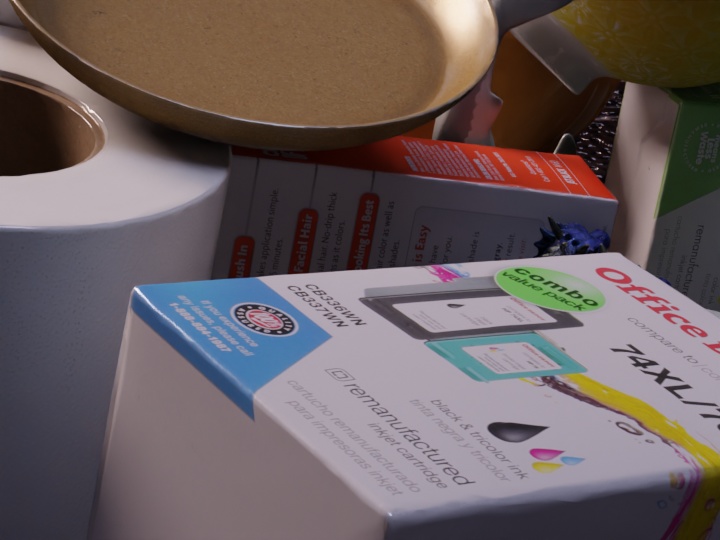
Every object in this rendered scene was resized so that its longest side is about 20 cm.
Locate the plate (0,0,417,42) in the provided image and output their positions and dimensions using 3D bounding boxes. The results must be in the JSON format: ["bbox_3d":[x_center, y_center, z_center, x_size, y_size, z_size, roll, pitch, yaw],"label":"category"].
[{"bbox_3d":[-0.088,-0.085,0.982,0.198,0.033,0.200,8,-6,-10],"label":"plate"}]

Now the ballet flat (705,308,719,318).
[{"bbox_3d":[0.147,0.055,0.941,0.075,0.068,0.200,40,29,8],"label":"ballet flat"}]

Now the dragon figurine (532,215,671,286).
[{"bbox_3d":[0.035,0.037,0.889,0.199,0.100,0.059,-10,30,-32],"label":"dragon figurine"}]

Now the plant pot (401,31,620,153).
[{"bbox_3d":[0.039,-0.120,1.198,0.199,0.201,0.184,16,37,12],"label":"plant pot"}]

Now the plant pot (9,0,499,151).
[{"bbox_3d":[-0.045,-0.103,0.867,0.198,0.028,0.201,10,36,-8],"label":"plant pot"}]

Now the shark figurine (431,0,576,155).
[{"bbox_3d":[0.044,-0.054,1.031,0.089,0.215,0.128,27,57,34],"label":"shark figurine"}]

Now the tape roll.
[{"bbox_3d":[-0.156,0.004,0.819,0.201,0.140,0.203,11,23,-5],"label":"tape roll"}]

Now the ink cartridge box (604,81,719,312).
[{"bbox_3d":[0.230,-0.037,1.156,0.198,0.118,0.067,3,20,-20],"label":"ink cartridge box"}]

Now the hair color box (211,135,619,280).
[{"bbox_3d":[0.000,0.000,0.955,0.198,0.112,0.064,6,19,-15],"label":"hair color box"}]

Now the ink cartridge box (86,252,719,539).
[{"bbox_3d":[0.036,0.092,0.692,0.199,0.147,0.147,-4,26,-36],"label":"ink cartridge box"}]

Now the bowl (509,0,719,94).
[{"bbox_3d":[0.114,-0.151,1.074,0.200,0.108,0.200,43,7,-6],"label":"bowl"}]
